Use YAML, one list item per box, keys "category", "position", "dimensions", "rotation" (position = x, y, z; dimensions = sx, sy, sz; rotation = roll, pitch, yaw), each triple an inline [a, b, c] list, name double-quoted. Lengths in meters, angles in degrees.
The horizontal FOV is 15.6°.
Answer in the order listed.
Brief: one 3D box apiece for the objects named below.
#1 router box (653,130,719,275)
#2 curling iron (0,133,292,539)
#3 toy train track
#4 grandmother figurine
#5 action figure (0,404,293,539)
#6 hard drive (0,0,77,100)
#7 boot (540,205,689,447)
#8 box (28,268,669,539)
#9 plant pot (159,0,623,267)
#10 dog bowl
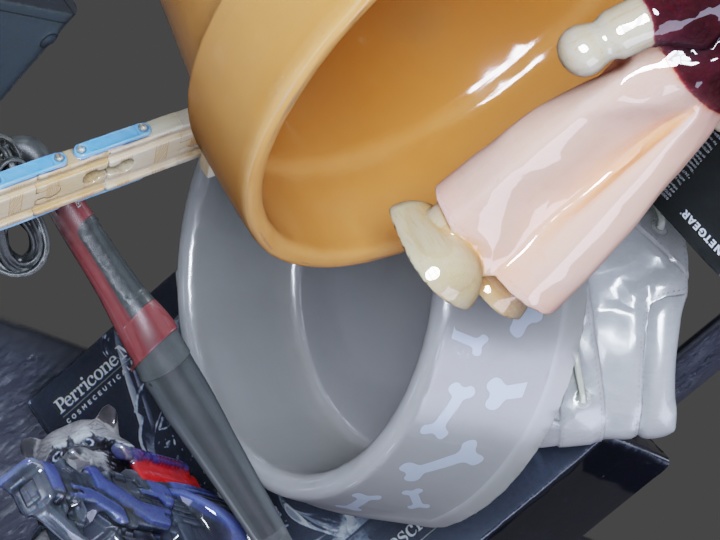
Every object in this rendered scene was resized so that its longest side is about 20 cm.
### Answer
- category: "router box"
  position: [0.122, -0.082, 0.999]
  dimensions: [0.052, 0.200, 0.157]
  rotation: [-50, 154, 22]
- category: "curling iron"
  position: [-0.087, 0.031, 0.979]
  dimensions: [0.050, 0.200, 0.026]
  rotation: [-39, -161, -5]
- category: "toy train track"
  position: [-0.120, -0.014, 0.900]
  dimensions: [0.200, 0.033, 0.115]
  rotation: [-22, 152, -25]
- category: "grandmother figurine"
  position: [0.106, -0.063, 0.837]
  dimensions: [0.200, 0.061, 0.121]
  rotation: [-41, 166, 18]
- category: "action figure"
  position: [-0.096, 0.138, 0.989]
  dimensions: [0.105, 0.194, 0.200]
  rotation: [-27, 149, 19]
- category: "hard drive"
  position: [-0.200, -0.031, 0.852]
  dimensions: [0.200, 0.033, 0.140]
  rotation: [-46, 156, 21]
- category: "boot"
  position: [0.082, -0.028, 1.041]
  dimensions: [0.095, 0.200, 0.074]
  rotation: [-1, 173, -2]
- category: "box"
  position: [-0.006, 0.070, 1.136]
  dimensions: [0.200, 0.182, 0.104]
  rotation: [-41, 158, 10]
- category: "plant pot"
  position: [0.012, -0.118, 0.847]
  dimensions: [0.200, 0.140, 0.200]
  rotation: [-30, 157, -14]
- category: "dog bowl"
  position: [0.000, 0.000, 1.006]
  dimensions: [0.059, 0.200, 0.200]
  rotation: [3, 138, -37]
